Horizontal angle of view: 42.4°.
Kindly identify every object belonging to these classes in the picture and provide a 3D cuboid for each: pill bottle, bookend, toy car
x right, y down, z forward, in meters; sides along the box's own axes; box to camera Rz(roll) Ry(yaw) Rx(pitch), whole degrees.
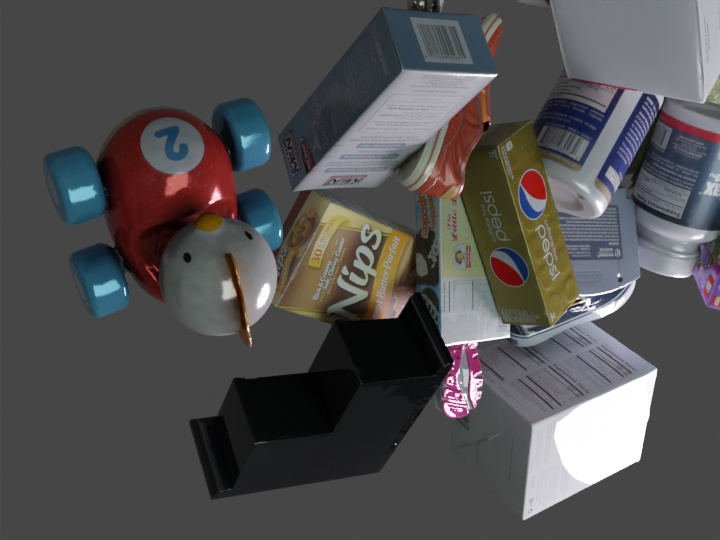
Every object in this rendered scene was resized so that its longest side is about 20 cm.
[{"bbox_3d":[0.400,-0.100,1.140,0.119,0.120,0.201,-4,119,-34],"label":"pill bottle"},{"bbox_3d":[0.253,-0.167,0.989,0.111,0.111,0.201,36,81,-43],"label":"pill bottle"},{"bbox_3d":[-0.044,0.125,0.922,0.199,0.092,0.199,-3,140,-29],"label":"bookend"},{"bbox_3d":[-0.128,-0.024,0.750,0.183,0.200,0.178,-21,127,-24],"label":"toy car"}]

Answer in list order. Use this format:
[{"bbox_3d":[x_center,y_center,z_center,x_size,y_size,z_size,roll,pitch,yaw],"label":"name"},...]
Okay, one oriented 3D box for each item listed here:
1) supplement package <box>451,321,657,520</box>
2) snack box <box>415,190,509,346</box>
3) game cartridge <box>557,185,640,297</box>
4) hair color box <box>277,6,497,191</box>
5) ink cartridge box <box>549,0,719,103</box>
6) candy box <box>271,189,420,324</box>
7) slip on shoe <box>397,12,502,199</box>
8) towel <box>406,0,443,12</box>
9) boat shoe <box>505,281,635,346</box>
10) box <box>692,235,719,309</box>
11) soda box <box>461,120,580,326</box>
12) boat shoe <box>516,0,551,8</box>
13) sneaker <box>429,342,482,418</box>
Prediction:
[{"bbox_3d":[0.239,0.177,1.171,0.199,0.151,0.153,-18,125,-26],"label":"supplement package"},{"bbox_3d":[0.108,-0.026,0.966,0.116,0.037,0.202,-2,92,-44],"label":"snack box"},{"bbox_3d":[0.248,-0.035,1.086,0.199,0.041,0.134,-1,89,-35],"label":"game cartridge"},{"bbox_3d":[0.016,-0.141,0.801,0.098,0.061,0.200,-6,160,-33],"label":"hair color box"},{"bbox_3d":[0.292,-0.291,0.884,0.201,0.145,0.145,-57,143,-21],"label":"ink cartridge box"},{"bbox_3d":[0.000,0.000,0.955,0.199,0.055,0.116,20,103,-43],"label":"candy box"},{"bbox_3d":[0.096,-0.156,0.884,0.061,0.074,0.201,27,70,-19],"label":"slip on shoe"},{"bbox_3d":[0.072,-0.311,0.777,0.034,0.133,0.201,11,119,5],"label":"towel"},{"bbox_3d":[0.261,0.016,1.143,0.199,0.071,0.091,-26,130,-20],"label":"boat shoe"},{"bbox_3d":[0.471,-0.046,1.191,0.039,0.200,0.138,17,112,5],"label":"box"},{"bbox_3d":[0.159,-0.045,0.945,0.068,0.064,0.201,-38,117,-39],"label":"soda box"},{"bbox_3d":[0.166,-0.342,0.859,0.073,0.065,0.201,-31,131,-16],"label":"boat shoe"},{"bbox_3d":[0.094,0.059,1.045,0.081,0.088,0.202,18,83,-43],"label":"sneaker"}]
